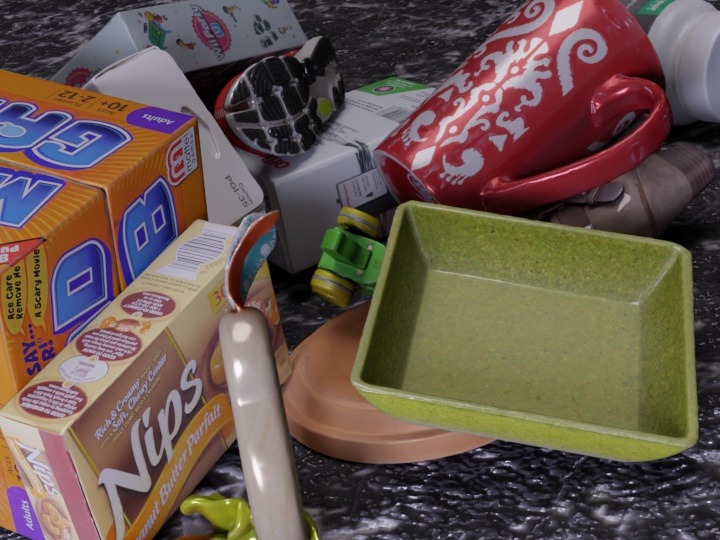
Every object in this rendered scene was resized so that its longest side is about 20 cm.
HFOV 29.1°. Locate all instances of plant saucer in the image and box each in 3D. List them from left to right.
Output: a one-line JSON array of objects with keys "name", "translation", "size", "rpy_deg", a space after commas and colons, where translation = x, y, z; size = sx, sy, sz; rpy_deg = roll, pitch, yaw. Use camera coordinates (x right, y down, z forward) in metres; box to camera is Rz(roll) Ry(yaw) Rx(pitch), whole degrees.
[{"name": "plant saucer", "translation": [0.039, 0.061, 0.933], "size": [0.197, 0.033, 0.201], "rpy_deg": [-9, 25, 4]}, {"name": "plant saucer", "translation": [0.104, 0.042, 0.858], "size": [0.197, 0.048, 0.201], "rpy_deg": [9, 36, 6]}]

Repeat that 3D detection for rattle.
[{"name": "rattle", "translation": [-0.096, 0.074, 0.762], "size": [0.141, 0.203, 0.131], "rpy_deg": [-6, 25, 12]}]

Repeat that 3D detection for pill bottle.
[{"name": "pill bottle", "translation": [0.266, -0.196, 1.271], "size": [0.112, 0.115, 0.199], "rpy_deg": [-28, 29, -31]}]

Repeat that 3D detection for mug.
[{"name": "mug", "translation": [0.121, -0.114, 1.034], "size": [0.200, 0.134, 0.177], "rpy_deg": [-41, 11, -9]}]

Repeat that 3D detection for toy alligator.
[{"name": "toy alligator", "translation": [0.000, 0.000, 1.001], "size": [0.054, 0.060, 0.200], "rpy_deg": [23, -8, 3]}]

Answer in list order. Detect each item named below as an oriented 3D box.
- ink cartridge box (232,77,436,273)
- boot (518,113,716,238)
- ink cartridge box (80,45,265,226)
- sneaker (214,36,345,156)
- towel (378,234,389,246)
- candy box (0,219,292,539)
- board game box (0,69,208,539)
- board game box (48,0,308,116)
[{"name": "ink cartridge box", "translation": [-0.013, -0.084, 1.146], "size": [0.198, 0.084, 0.146], "rpy_deg": [-22, 25, -23]}, {"name": "boot", "translation": [0.181, -0.061, 1.092], "size": [0.145, 0.071, 0.200], "rpy_deg": [-29, 16, -8]}, {"name": "ink cartridge box", "translation": [-0.188, -0.050, 1.032], "size": [0.199, 0.147, 0.083], "rpy_deg": [-32, 5, 39]}, {"name": "sneaker", "translation": [-0.075, -0.128, 1.099], "size": [0.084, 0.078, 0.200], "rpy_deg": [-15, 11, 22]}, {"name": "towel", "translation": [0.052, -0.059, 1.193], "size": [0.199, 0.022, 0.146], "rpy_deg": [-26, 28, -31]}, {"name": "candy box", "translation": [-0.122, 0.073, 0.843], "size": [0.055, 0.117, 0.200], "rpy_deg": [11, 40, 30]}, {"name": "board game box", "translation": [-0.230, 0.012, 0.897], "size": [0.198, 0.202, 0.200], "rpy_deg": [15, 38, 24]}, {"name": "board game box", "translation": [-0.159, -0.162, 1.140], "size": [0.147, 0.065, 0.199], "rpy_deg": [-32, -4, 38]}]
